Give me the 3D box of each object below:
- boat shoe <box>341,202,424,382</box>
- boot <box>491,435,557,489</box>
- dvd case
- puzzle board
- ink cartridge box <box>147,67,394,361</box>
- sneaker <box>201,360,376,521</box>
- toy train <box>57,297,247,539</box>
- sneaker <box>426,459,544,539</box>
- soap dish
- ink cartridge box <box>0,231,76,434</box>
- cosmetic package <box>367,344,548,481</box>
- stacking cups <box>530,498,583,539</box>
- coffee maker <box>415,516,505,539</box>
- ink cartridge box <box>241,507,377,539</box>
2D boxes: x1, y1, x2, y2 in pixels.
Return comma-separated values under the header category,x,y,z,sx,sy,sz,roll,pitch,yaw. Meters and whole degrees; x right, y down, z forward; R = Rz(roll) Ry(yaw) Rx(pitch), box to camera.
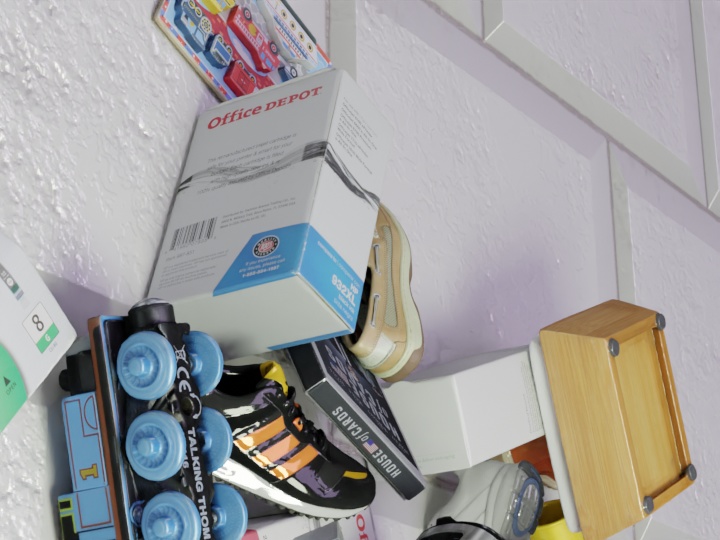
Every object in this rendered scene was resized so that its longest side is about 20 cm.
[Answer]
category,x,y,z,sx,sy,sz,roll,pitch,yaw
boat shoe,0.000,0.000,1.497,0.076,0.072,0.200,29,29,-35
boot,0.218,0.173,1.770,0.200,0.107,0.075,8,70,-58
dvd case,-0.021,0.075,1.417,0.150,0.025,0.200,49,8,-36
puzzle board,-0.092,-0.195,1.516,0.200,0.017,0.151,50,40,-35
ink cartridge box,-0.067,-0.042,1.372,0.084,0.145,0.200,46,43,-39
sneaker,-0.062,0.114,1.302,0.200,0.090,0.070,23,16,-23
toy train,-0.149,0.122,1.208,0.087,0.114,0.200,3,76,-62
sneaker,0.095,0.259,1.577,0.075,0.087,0.200,43,63,-50
soap dish,0.234,0.134,1.634,0.157,0.081,0.200,-17,95,-57
ink cartridge box,-0.277,0.013,1.118,0.200,0.050,0.161,62,34,-24
cosmetic package,0.092,0.123,1.592,0.200,0.107,0.085,-14,92,-57
stacking cups,0.209,0.326,1.750,0.061,0.060,0.200,-38,115,-56
coffee maker,0.048,0.305,1.269,0.200,0.135,0.192,-35,125,-45
ink cartridge box,-0.062,0.254,1.321,0.200,0.085,0.146,-7,84,-60
